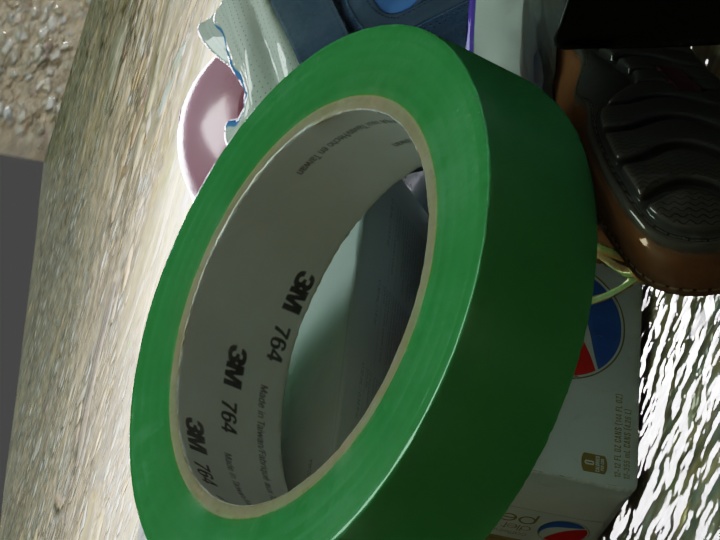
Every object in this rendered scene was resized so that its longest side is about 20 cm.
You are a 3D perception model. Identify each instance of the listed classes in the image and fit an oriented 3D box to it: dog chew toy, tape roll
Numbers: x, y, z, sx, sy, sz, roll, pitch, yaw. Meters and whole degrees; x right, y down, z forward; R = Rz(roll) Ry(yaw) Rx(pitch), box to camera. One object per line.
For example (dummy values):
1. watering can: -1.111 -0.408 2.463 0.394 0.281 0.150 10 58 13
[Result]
1. dog chew toy: -0.043 -0.058 1.579 0.200 0.124 0.125 112 168 -74
2. tape roll: -0.003 0.019 0.945 0.200 0.048 0.201 -36 42 40

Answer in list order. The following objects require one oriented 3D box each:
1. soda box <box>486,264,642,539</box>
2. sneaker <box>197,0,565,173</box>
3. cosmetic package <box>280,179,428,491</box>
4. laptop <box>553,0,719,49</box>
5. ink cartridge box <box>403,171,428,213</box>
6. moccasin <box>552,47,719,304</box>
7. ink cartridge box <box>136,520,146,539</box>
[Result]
1. soda box: 0.067 0.005 1.079 0.064 0.068 0.200 116 162 -55
2. sneaker: 0.004 -0.127 1.089 0.081 0.146 0.201 52 -142 -57
3. cosmetic package: 0.011 0.075 1.091 0.052 0.151 0.200 -16 47 27
4. laptop: 0.125 -0.176 0.869 0.200 0.116 0.188 -101 27 -63
5. ink cartridge box: 0.064 -0.080 1.259 0.197 0.043 0.200 -100 28 -62
6. moccasin: 0.097 -0.029 0.968 0.201 0.073 0.078 -118 33 -68
7. ink cartridge box: -0.074 0.126 1.607 0.146 0.085 0.201 137 145 -71
